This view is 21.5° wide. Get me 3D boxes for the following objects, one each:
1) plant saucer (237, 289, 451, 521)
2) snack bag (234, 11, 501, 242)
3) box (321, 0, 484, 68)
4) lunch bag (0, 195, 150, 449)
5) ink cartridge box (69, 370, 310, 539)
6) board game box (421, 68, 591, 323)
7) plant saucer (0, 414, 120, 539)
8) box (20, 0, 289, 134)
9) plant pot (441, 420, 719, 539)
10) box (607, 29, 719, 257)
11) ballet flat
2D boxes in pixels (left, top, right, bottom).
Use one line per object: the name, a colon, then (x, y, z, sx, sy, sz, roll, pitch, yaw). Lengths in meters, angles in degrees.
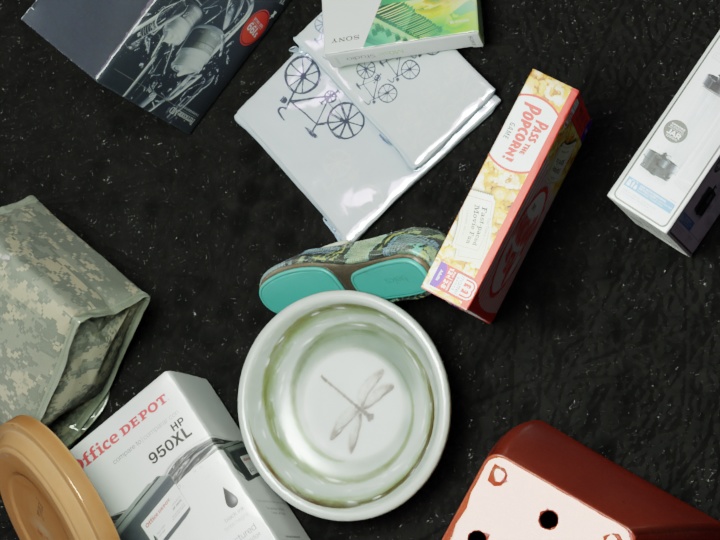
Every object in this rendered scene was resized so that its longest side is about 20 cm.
plant saucer: (-0.009, 0.117, 1.661, 0.200, 0.050, 0.200, 0, 89, 21)
snack bag: (-0.002, -0.151, 1.734, 0.200, 0.021, 0.189, -44, 69, 8)
box: (0.034, -0.290, 1.725, 0.144, 0.036, 0.200, -8, 74, 13)
lunch bag: (-0.308, 0.063, 1.750, 0.164, 0.118, 0.200, 39, 121, 20)
ink cartridge box: (-0.157, 0.211, 1.687, 0.145, 0.084, 0.200, -39, 70, 10)
board game box: (0.126, -0.058, 1.598, 0.046, 0.151, 0.200, 27, 91, 13)
plant saucer: (-0.269, 0.223, 1.677, 0.032, 0.200, 0.200, -28, 66, -29)
box: (-0.175, -0.243, 1.719, 0.104, 0.200, 0.182, 40, 95, 21)
plant pot: (0.151, 0.242, 1.520, 0.200, 0.176, 0.200, 29, 91, 23)
box: (0.294, -0.117, 1.569, 0.060, 0.117, 0.200, 35, 92, 22)
ballet flat: (0.000, 0.000, 1.679, 0.200, 0.074, 0.074, -7, 77, 37)
